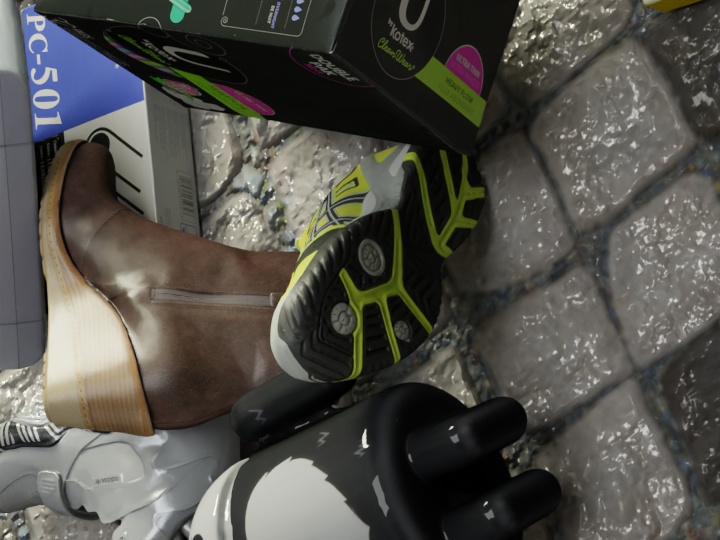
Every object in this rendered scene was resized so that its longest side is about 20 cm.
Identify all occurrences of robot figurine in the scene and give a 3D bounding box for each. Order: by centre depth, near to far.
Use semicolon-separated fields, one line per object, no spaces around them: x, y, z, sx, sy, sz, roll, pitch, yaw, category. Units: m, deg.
0.002;0.134;1.303;0.200;0.125;0.150;-27;47;31;robot figurine

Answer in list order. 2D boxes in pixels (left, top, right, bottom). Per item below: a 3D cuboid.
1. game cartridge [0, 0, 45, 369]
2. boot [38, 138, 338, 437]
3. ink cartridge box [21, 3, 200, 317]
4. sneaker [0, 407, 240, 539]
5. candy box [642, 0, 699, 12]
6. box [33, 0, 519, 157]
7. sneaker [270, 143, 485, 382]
-0.208;-0.050;1.475;0.133;0.040;0.200;-101;11;-57;game cartridge
-0.093;0.003;1.413;0.166;0.072;0.200;-7;55;3;boot
-0.150;-0.075;1.520;0.094;0.044;0.200;-18;70;32;ink cartridge box
-0.146;0.133;1.452;0.200;0.075;0.115;-22;64;29;sneaker
0.226;-0.206;1.265;0.200;0.026;0.102;-16;74;35;candy box
-0.038;-0.152;1.313;0.200;0.148;0.125;11;79;34;box
0.000;0.000;1.318;0.076;0.200;0.075;-22;109;36;sneaker
